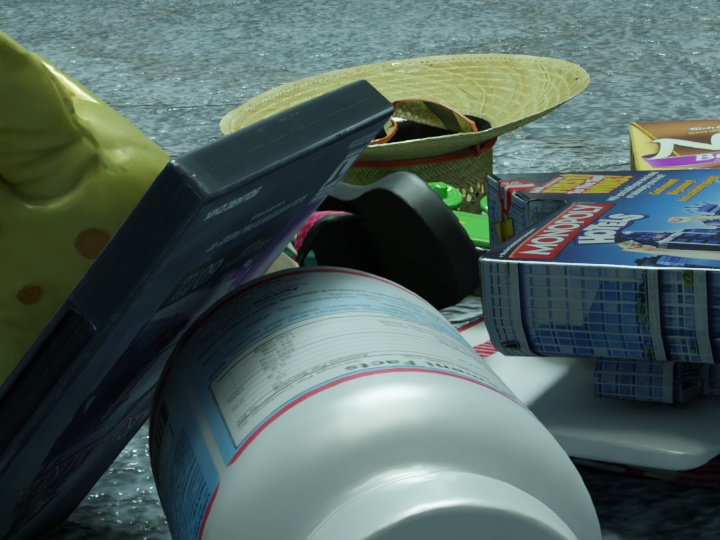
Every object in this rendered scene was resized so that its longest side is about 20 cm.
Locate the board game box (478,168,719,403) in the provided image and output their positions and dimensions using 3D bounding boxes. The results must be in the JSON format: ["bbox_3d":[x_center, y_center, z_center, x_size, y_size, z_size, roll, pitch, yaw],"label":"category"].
[{"bbox_3d":[0.124,0.004,0.821,0.199,0.062,0.200,2,13,24],"label":"board game box"}]

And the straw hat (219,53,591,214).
[{"bbox_3d":[0.025,-0.049,1.160,0.200,0.086,0.201,-7,16,2],"label":"straw hat"}]

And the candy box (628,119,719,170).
[{"bbox_3d":[0.197,-0.036,1.139,0.116,0.057,0.200,-2,12,5],"label":"candy box"}]

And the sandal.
[{"bbox_3d":[0.000,0.000,0.927,0.045,0.075,0.200,-39,1,-11],"label":"sandal"}]

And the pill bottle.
[{"bbox_3d":[0.004,0.071,0.616,0.108,0.109,0.200,-5,14,-10],"label":"pill bottle"}]

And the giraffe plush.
[{"bbox_3d":[-0.149,-0.001,0.806,0.200,0.162,0.173,36,0,-1],"label":"giraffe plush"}]

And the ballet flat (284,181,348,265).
[{"bbox_3d":[-0.056,-0.020,1.077,0.199,0.070,0.069,8,16,16],"label":"ballet flat"}]

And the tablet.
[{"bbox_3d":[0.108,0.037,0.847,0.130,0.014,0.200,5,14,32],"label":"tablet"}]

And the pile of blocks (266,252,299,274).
[{"bbox_3d":[-0.054,0.029,0.926,0.062,0.082,0.200,-50,8,-8],"label":"pile of blocks"}]

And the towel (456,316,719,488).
[{"bbox_3d":[0.102,0.045,0.892,0.199,0.023,0.144,7,16,35],"label":"towel"}]

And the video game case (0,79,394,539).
[{"bbox_3d":[-0.077,0.029,0.689,0.019,0.200,0.143,42,24,7],"label":"video game case"}]

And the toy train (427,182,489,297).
[{"bbox_3d":[0.110,-0.001,0.993,0.199,0.042,0.056,9,29,4],"label":"toy train"}]
